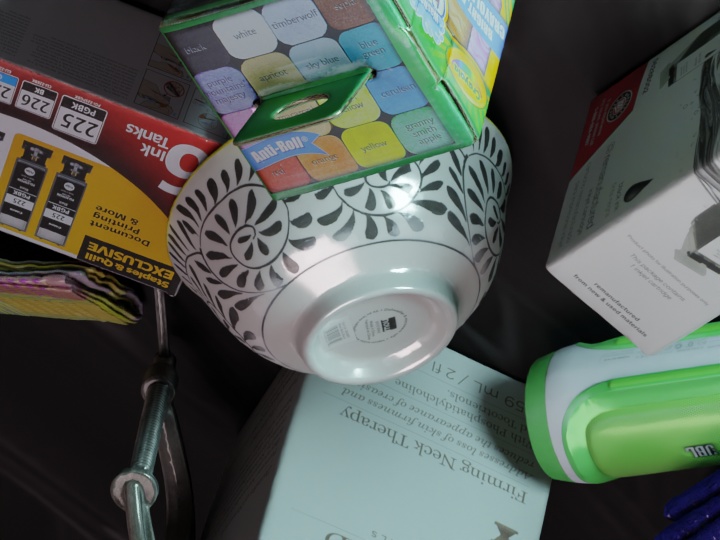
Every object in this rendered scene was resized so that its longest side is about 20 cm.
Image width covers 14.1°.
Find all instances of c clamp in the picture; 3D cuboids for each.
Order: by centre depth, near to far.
[{"bbox_3d":[-0.122,0.116,1.713,0.027,0.200,0.171,-5,121,5],"label":"c clamp"}]

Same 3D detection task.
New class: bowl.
[{"bbox_3d":[0.000,0.000,1.601,0.201,0.094,0.201,-12,144,-9],"label":"bowl"}]

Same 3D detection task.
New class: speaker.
[{"bbox_3d":[0.200,0.073,1.679,0.200,0.088,0.088,-9,130,25],"label":"speaker"}]

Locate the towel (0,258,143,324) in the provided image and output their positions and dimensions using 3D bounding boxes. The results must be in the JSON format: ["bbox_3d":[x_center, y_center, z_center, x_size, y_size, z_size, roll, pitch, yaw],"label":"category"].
[{"bbox_3d":[-0.236,0.005,1.739,0.200,0.023,0.144,5,172,12],"label":"towel"}]

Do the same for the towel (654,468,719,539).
[{"bbox_3d":[0.279,0.126,1.650,0.200,0.050,0.148,0,153,-26],"label":"towel"}]

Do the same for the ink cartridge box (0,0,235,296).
[{"bbox_3d":[-0.176,-0.073,1.646,0.200,0.084,0.176,20,136,-5],"label":"ink cartridge box"}]

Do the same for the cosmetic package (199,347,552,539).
[{"bbox_3d":[0.003,0.161,1.742,0.167,0.200,0.166,25,136,-10],"label":"cosmetic package"}]

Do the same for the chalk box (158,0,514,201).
[{"bbox_3d":[-0.009,-0.125,1.460,0.124,0.200,0.124,-13,129,27],"label":"chalk box"}]

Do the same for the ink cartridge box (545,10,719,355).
[{"bbox_3d":[0.201,-0.068,1.492,0.083,0.147,0.200,39,131,-19],"label":"ink cartridge box"}]
